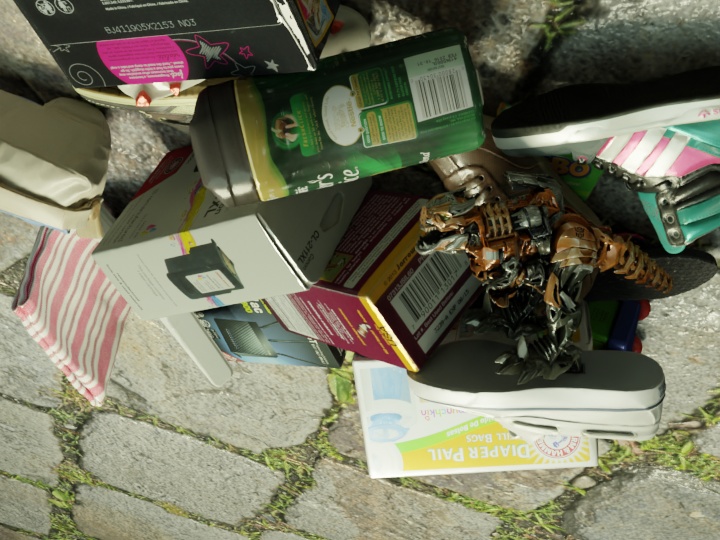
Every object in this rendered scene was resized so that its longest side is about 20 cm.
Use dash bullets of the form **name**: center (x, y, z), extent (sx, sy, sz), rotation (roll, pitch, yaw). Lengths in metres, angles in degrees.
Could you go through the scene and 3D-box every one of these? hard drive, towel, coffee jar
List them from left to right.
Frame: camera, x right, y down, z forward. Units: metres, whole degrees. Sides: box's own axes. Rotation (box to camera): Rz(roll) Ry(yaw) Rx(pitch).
- **towel**: center (-0.290, 0.033, 1.155), extent (0.029, 0.148, 0.201), rotation (0, 145, 16)
- **hard drive**: center (-0.206, 0.016, 1.092), extent (0.200, 0.026, 0.133), rotation (43, 166, 37)
- **coffee jar**: center (-0.018, -0.104, 0.761), extent (0.196, 0.087, 0.104), rotation (-13, -170, 0)

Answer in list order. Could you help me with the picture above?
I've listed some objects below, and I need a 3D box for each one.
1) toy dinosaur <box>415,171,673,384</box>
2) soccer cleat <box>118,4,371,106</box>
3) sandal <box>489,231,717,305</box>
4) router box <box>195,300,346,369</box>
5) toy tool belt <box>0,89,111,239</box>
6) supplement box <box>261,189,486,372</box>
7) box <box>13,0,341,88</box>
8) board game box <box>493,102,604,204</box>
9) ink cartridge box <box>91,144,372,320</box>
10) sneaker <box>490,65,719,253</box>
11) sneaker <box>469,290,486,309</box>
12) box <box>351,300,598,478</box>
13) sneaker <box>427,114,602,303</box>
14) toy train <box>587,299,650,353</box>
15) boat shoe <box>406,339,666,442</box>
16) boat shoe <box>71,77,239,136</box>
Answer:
- **toy dinosaur**: center (0.134, 0.001, 0.798), extent (0.196, 0.102, 0.138), rotation (15, 110, 4)
- **soccer cleat**: center (-0.091, -0.175, 0.824), extent (0.196, 0.078, 0.070), rotation (-9, 135, 3)
- **sandal**: center (0.203, -0.005, 0.950), extent (0.197, 0.046, 0.075), rotation (-7, 149, 27)
- **router box**: center (-0.107, 0.020, 1.125), extent (0.147, 0.063, 0.201), rotation (1, 144, 23)
- **toy tool belt**: center (-0.322, -0.095, 0.998), extent (0.197, 0.126, 0.124), rotation (20, 140, -3)
- **supplement box**: center (0.000, 0.000, 0.926), extent (0.199, 0.111, 0.086), rotation (12, 143, 54)
- **box**: center (-0.123, -0.212, 0.729), extent (0.196, 0.116, 0.133), rotation (0, 144, 23)
- **board game box**: center (0.135, -0.065, 0.913), extent (0.094, 0.030, 0.201), rotation (18, 150, -1)
- **ink cartridge box**: center (-0.107, -0.048, 0.935), extent (0.197, 0.147, 0.083), rotation (-11, 126, 37)
- **sneaker**: center (0.198, -0.072, 0.792), extent (0.196, 0.084, 0.123), rotation (-4, 118, 22)
- **sneaker**: center (0.087, 0.036, 1.064), extent (0.088, 0.075, 0.200), rotation (9, 153, 48)
- **box**: center (0.102, 0.101, 0.948), extent (0.196, 0.102, 0.115), rotation (-6, 108, 11)
- **sneaker**: center (0.118, -0.046, 0.855), extent (0.199, 0.077, 0.070), rotation (33, 145, -24)
- **toy train**: center (0.207, 0.088, 1.070), extent (0.114, 0.085, 0.201), rotation (18, 150, 18)
- **boat shoe**: center (0.132, 0.101, 0.850), extent (0.196, 0.074, 0.066), rotation (4, 121, 18)
- **boat shoe**: center (-0.137, -0.139, 0.886), extent (0.196, 0.074, 0.065), rotation (7, 142, 16)
